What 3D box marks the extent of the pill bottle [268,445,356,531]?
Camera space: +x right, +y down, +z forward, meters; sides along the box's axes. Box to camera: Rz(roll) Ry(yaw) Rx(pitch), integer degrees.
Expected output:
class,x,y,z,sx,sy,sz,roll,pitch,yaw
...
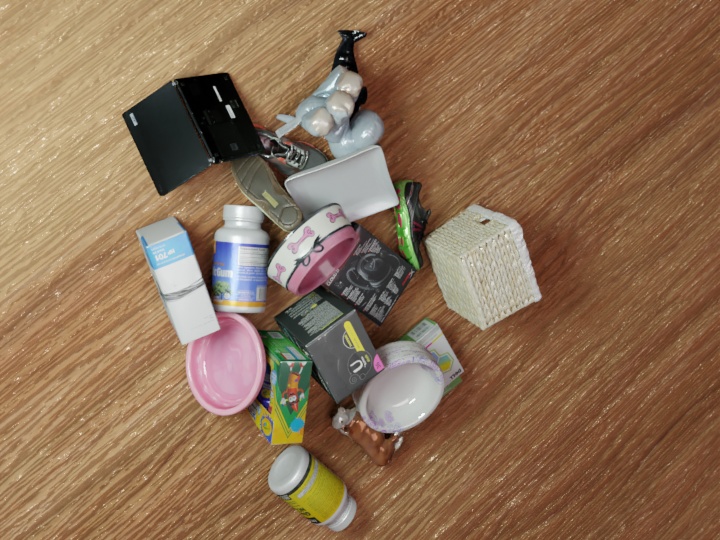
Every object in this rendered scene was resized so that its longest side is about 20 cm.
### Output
class,x,y,z,sx,sy,sz,roll,pitch,yaw
pill bottle,-0.101,0.485,1.830,0.113,0.112,0.200,-48,117,-6

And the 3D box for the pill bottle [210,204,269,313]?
class,x,y,z,sx,sy,sz,roll,pitch,yaw
pill bottle,-0.234,-0.023,1.632,0.110,0.112,0.205,2,92,-25

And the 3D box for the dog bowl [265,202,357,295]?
class,x,y,z,sx,sy,sz,roll,pitch,yaw
dog bowl,-0.088,-0.034,1.625,0.200,0.201,0.074,-43,78,-10

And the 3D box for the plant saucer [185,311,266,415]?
class,x,y,z,sx,sy,sz,roll,pitch,yaw
plant saucer,-0.260,0.182,1.652,0.050,0.198,0.205,6,103,-57

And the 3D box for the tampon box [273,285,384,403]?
class,x,y,z,sx,sy,sz,roll,pitch,yaw
tampon box,-0.065,0.146,1.711,0.125,0.199,0.152,-34,115,-13

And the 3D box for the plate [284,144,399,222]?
class,x,y,z,sx,sy,sz,roll,pitch,yaw
plate,-0.035,-0.162,1.640,0.196,0.033,0.200,-20,149,4

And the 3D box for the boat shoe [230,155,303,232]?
class,x,y,z,sx,sy,sz,roll,pitch,yaw
boat shoe,-0.180,-0.146,1.608,0.071,0.076,0.201,-37,75,-1

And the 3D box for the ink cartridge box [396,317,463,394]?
class,x,y,z,sx,sy,sz,roll,pitch,yaw
ink cartridge box,0.169,0.221,1.918,0.103,0.059,0.202,-36,115,-13

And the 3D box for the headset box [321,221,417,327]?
class,x,y,z,sx,sy,sz,roll,pitch,yaw
headset box,0.000,0.000,1.774,0.199,0.077,0.150,35,87,-27

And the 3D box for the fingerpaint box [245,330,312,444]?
class,x,y,z,sx,sy,sz,roll,pitch,yaw
fingerpaint box,-0.172,0.231,1.683,0.072,0.199,0.171,3,103,-25

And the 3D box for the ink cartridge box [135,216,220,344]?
class,x,y,z,sx,sy,sz,roll,pitch,yaw
ink cartridge box,-0.345,0.016,1.577,0.084,0.146,0.204,-21,111,-16

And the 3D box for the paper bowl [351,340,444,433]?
class,x,y,z,sx,sy,sz,roll,pitch,yaw
paper bowl,0.075,0.241,1.796,0.196,0.105,0.205,-12,124,-18

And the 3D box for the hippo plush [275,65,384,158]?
class,x,y,z,sx,sy,sz,roll,pitch,yaw
hippo plush,-0.040,-0.268,1.603,0.198,0.161,0.161,-35,120,18

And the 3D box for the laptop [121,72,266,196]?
class,x,y,z,sx,sy,sz,roll,pitch,yaw
laptop,-0.308,-0.257,1.554,0.198,0.103,0.180,-21,80,-42

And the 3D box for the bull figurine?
class,x,y,z,sx,sy,sz,roll,pitch,yaw
bull figurine,0.019,0.352,1.879,0.121,0.065,0.201,-43,116,-11

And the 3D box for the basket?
class,x,y,z,sx,sy,sz,roll,pitch,yaw
basket,0.263,-0.011,1.828,0.159,0.198,0.203,-28,114,-13

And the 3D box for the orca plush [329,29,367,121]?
class,x,y,z,sx,sy,sz,roll,pitch,yaw
orca plush,-0.016,-0.377,1.673,0.103,0.071,0.205,13,97,-27

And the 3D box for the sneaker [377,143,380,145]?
class,x,y,z,sx,sy,sz,roll,pitch,yaw
sneaker,-0.028,-0.191,1.704,0.201,0.090,0.067,-49,118,-6

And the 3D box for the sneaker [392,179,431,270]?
class,x,y,z,sx,sy,sz,roll,pitch,yaw
sneaker,0.119,-0.097,1.806,0.082,0.077,0.205,-14,110,-17

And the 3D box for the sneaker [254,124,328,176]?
class,x,y,z,sx,sy,sz,roll,pitch,yaw
sneaker,-0.145,-0.225,1.645,0.196,0.082,0.079,16,97,-27
